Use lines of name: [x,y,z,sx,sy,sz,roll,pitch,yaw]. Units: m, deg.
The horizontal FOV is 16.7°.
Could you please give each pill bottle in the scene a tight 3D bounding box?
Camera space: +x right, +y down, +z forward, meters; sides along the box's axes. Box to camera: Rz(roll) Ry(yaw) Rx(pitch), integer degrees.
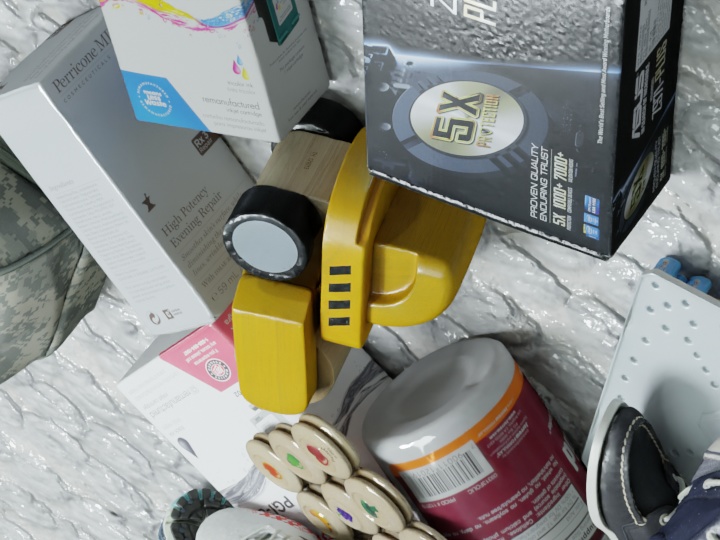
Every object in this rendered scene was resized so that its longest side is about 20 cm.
pill bottle: [0.098,0.154,1.632,0.114,0.114,0.200,-13,119,45]

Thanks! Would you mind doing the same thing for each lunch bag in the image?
lunch bag: [-0.265,-0.008,1.711,0.139,0.168,0.200,35,141,5]

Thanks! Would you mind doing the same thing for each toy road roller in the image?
toy road roller: [0.000,0.000,1.560,0.146,0.123,0.200,14,136,12]

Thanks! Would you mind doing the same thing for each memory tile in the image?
memory tile: [0.011,0.175,1.635,0.200,0.017,0.153,45,159,-8]

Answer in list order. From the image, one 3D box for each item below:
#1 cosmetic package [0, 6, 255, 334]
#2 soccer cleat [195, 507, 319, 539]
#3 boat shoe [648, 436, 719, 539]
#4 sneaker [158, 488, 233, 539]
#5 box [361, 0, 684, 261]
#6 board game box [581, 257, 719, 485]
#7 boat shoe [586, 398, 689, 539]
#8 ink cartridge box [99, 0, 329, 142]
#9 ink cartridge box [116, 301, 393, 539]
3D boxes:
cosmetic package: [-0.148,-0.067,1.627,0.074,0.102,0.200,-14,119,45]
soccer cleat: [-0.043,0.208,1.674,0.200,0.069,0.085,31,165,36]
boat shoe: [0.236,0.152,1.433,0.075,0.093,0.200,39,171,-8]
sneaker: [-0.080,0.254,1.923,0.200,0.078,0.086,49,153,-1]
box: [0.091,-0.126,1.386,0.164,0.086,0.200,22,139,22]
board game box: [0.248,0.102,1.531,0.200,0.026,0.200,28,140,14]
boat shoe: [0.189,0.160,1.558,0.060,0.074,0.200,13,138,29]
ink cartridge box: [-0.102,-0.183,1.500,0.116,0.067,0.200,10,133,32]
ink cartridge box: [-0.050,0.105,1.728,0.200,0.083,0.146,46,141,-9]
